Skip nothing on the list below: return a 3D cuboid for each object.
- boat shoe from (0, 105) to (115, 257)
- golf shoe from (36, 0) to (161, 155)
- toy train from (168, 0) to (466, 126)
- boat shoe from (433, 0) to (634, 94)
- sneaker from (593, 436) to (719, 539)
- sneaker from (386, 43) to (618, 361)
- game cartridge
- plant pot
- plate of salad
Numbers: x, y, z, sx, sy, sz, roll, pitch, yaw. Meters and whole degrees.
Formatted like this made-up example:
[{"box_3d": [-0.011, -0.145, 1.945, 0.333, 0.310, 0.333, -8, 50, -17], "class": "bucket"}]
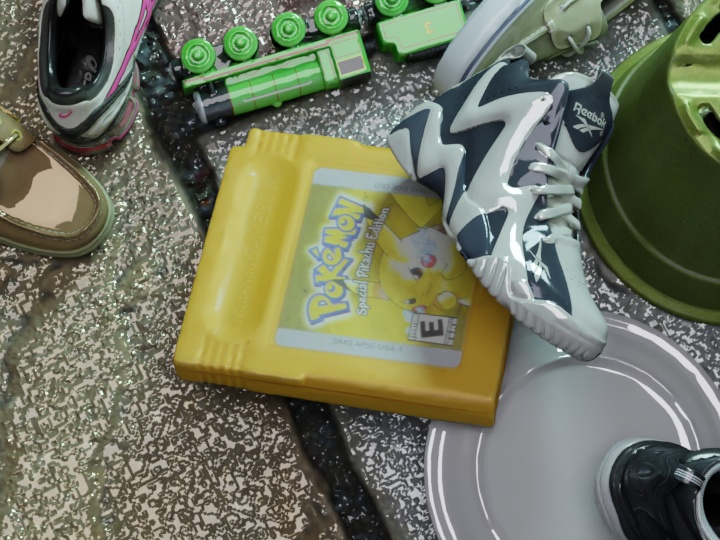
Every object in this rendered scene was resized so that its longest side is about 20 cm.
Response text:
[{"box_3d": [-0.247, -0.074, 1.389, 0.199, 0.066, 0.074, 28, 78, 7], "class": "boat shoe"}, {"box_3d": [-0.164, -0.180, 1.403, 0.072, 0.092, 0.202, 4, 75, 3], "class": "golf shoe"}, {"box_3d": [-0.024, -0.142, 1.419, 0.199, 0.042, 0.057, -17, 87, -4], "class": "toy train"}, {"box_3d": [0.131, -0.171, 1.407, 0.200, 0.072, 0.062, -43, 77, -12], "class": "boat shoe"}, {"box_3d": [0.236, 0.162, 1.276, 0.199, 0.114, 0.076, 31, 77, -17], "class": "sneaker"}, {"box_3d": [0.114, -0.053, 1.294, 0.130, 0.079, 0.200, -43, 51, 13], "class": "sneaker"}, {"box_3d": [0.000, 0.000, 1.356, 0.198, 0.033, 0.177, 8, 60, 8], "class": "game cartridge"}, {"box_3d": [0.236, -0.085, 1.323, 0.198, 0.190, 0.202, 0, 76, 0], "class": "plant pot"}, {"box_3d": [0.135, 0.124, 1.345, 0.198, 0.048, 0.202, 1, 80, -8], "class": "plate of salad"}]
